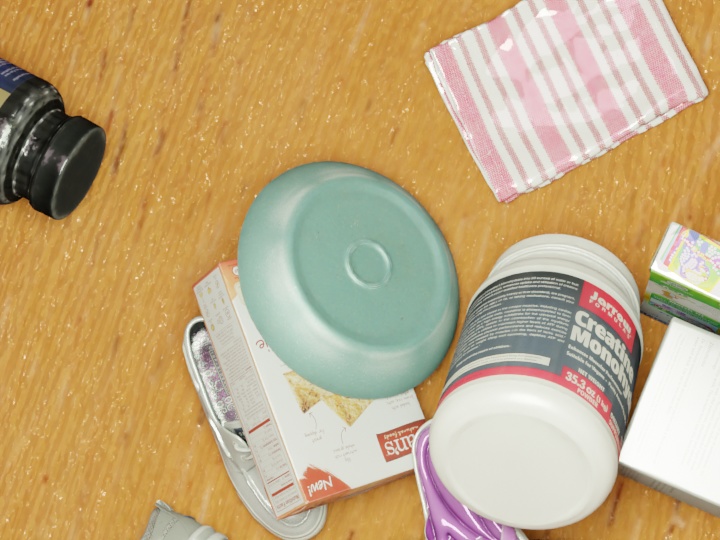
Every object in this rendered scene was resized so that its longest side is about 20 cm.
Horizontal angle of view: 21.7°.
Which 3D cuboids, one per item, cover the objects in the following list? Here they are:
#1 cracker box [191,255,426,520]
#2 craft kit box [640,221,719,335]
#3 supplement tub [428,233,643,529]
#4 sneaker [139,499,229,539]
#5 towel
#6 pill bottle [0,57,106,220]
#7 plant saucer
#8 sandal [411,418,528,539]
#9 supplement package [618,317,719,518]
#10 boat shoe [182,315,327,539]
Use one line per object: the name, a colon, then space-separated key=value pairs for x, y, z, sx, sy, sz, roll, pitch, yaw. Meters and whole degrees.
cracker box: x=-0.035 y=0.081 z=1.487 sx=0.133 sy=0.058 sz=0.202 roll=-14 pitch=78 yaw=-35
craft kit box: x=0.309 y=0.040 z=1.415 sx=0.199 sy=0.198 sz=0.049 roll=25 pitch=86 yaw=9
supplement tub: x=0.137 y=0.081 z=1.415 sx=0.139 sy=0.141 sz=0.201 roll=13 pitch=41 yaw=8
sneaker: x=-0.189 y=0.278 z=1.513 sx=0.082 sy=0.075 sz=0.200 roll=35 pitch=81 yaw=25
towel: x=0.169 y=-0.162 z=1.547 sx=0.199 sy=0.030 sz=0.147 roll=-28 pitch=80 yaw=2
pill bottle: x=-0.316 y=-0.124 z=1.557 sx=0.199 sy=0.112 sz=0.113 roll=27 pitch=85 yaw=10
plant saucer: x=0.000 y=0.000 z=1.483 sx=0.198 sy=0.036 sz=0.202 roll=12 pitch=65 yaw=-25
sandal: x=0.084 y=0.206 z=1.425 sx=0.082 sy=0.050 sz=0.204 roll=-30 pitch=70 yaw=13
supplement package: x=0.306 y=0.135 z=1.440 sx=0.198 sy=0.120 sz=0.122 roll=23 pitch=83 yaw=10
boat shoe: x=-0.087 y=0.124 z=1.514 sx=0.071 sy=0.069 sz=0.202 roll=-22 pitch=80 yaw=3
